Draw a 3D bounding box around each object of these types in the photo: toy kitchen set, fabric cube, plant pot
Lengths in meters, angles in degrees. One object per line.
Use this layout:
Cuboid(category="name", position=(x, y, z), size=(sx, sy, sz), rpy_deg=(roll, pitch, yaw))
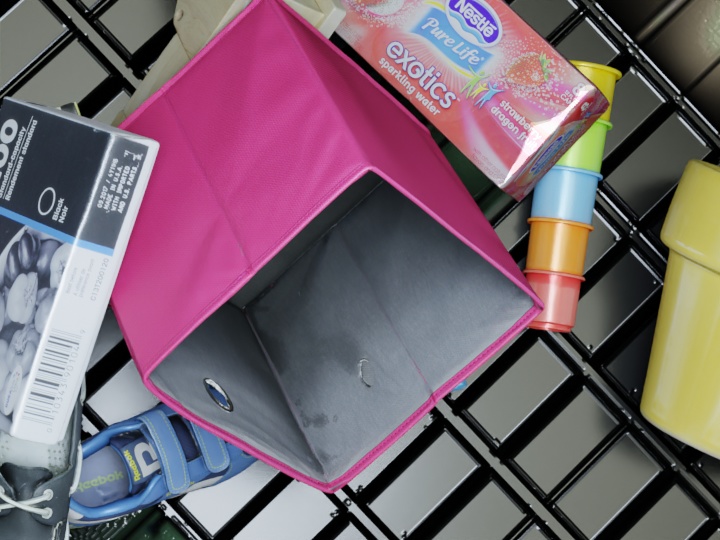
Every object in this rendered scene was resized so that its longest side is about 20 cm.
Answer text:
Cuboid(category="toy kitchen set", position=(-0.090, -0.150, 1.445), size=(0.163, 0.180, 0.200), rpy_deg=(19, 119, -37))
Cuboid(category="fabric cube", position=(-0.041, -0.016, 1.317), size=(0.200, 0.199, 0.196), rpy_deg=(-42, 135, 12))
Cuboid(category="plant pot", position=(0.295, 0.041, 1.478), size=(0.201, 0.201, 0.189), rpy_deg=(21, 98, -5))

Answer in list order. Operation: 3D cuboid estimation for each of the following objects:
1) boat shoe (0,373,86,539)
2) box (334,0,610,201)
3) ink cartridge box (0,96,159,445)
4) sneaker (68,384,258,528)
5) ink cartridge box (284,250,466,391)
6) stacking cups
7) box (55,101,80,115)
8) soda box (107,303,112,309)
Cuboid(category="boat shoe", position=(-0.227, 0.136, 1.380), size=(0.076, 0.060, 0.200), rpy_deg=(5, 74, -9))
Cuboid(category="box", position=(0.072, -0.155, 1.478), size=(0.103, 0.095, 0.200), rpy_deg=(-46, 78, 6))
Cuboid(category="ink cartridge box", position=(-0.222, -0.009, 1.315), size=(0.043, 0.200, 0.198), rpy_deg=(17, 91, -37))
Cuboid(category="sneaker", position=(-0.137, 0.130, 1.461), size=(0.200, 0.082, 0.074), rpy_deg=(-26, 86, -10))
Cuboid(category="ink cartridge box", position=(0.000, 0.000, 1.497), size=(0.116, 0.067, 0.200), rpy_deg=(-10, 86, -7))
Cuboid(category="stacking cups", position=(0.154, -0.054, 1.533), size=(0.060, 0.061, 0.200), rpy_deg=(8, 89, -6))
Cuboid(category="box", position=(-0.289, -0.056, 1.475), size=(0.200, 0.050, 0.075), rpy_deg=(-18, 89, -8))
Cuboid(category="soda box", position=(-0.138, -0.063, 1.488), size=(0.068, 0.063, 0.200), rpy_deg=(24, 82, -4))
